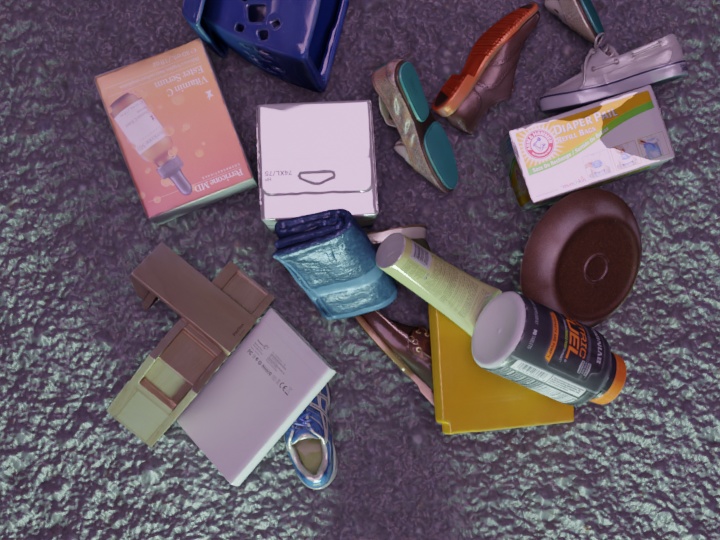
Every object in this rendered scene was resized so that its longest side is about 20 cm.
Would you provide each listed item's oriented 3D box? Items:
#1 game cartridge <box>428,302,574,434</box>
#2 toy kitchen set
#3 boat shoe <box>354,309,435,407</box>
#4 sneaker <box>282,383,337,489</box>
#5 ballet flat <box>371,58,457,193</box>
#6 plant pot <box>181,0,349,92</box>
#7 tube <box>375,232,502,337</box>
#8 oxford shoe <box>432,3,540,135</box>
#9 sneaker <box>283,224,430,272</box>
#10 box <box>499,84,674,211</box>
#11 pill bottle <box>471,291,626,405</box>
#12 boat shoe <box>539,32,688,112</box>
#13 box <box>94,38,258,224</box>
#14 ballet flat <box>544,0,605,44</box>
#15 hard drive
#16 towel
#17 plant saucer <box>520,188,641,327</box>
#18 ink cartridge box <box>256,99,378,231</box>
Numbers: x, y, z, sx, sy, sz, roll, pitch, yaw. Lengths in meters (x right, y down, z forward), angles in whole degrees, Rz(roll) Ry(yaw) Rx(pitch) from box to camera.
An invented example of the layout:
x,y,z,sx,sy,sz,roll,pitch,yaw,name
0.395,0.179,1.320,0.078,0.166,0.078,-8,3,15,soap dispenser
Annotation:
x,y,z,sx,sy,sz,roll,pitch,yaw,name
0.188,0.122,1.707,0.200,0.032,0.177,-2,88,-21,game cartridge
-0.258,0.084,1.714,0.163,0.180,0.200,40,48,-3,toy kitchen set
0.078,0.110,1.720,0.070,0.070,0.200,-44,98,4,boat shoe
-0.071,0.194,1.710,0.076,0.077,0.200,-16,86,0,sneaker
0.070,-0.192,1.726,0.067,0.068,0.200,-6,118,37,ballet flat
-0.119,-0.363,1.674,0.180,0.200,0.200,14,87,6,plant pot
0.102,0.019,1.627,0.200,0.052,0.058,32,117,-35,tube
0.184,-0.275,1.745,0.073,0.071,0.200,40,91,-21,oxford shoe
0.000,0.000,1.721,0.200,0.067,0.090,-11,83,-5,sneaker
0.298,-0.160,1.712,0.200,0.112,0.102,-18,87,-1,box
0.249,0.109,1.653,0.200,0.106,0.106,24,87,-28,pill bottle
0.328,-0.273,1.711,0.202,0.075,0.086,-15,88,28,boat shoe
-0.241,-0.182,1.705,0.152,0.106,0.200,-22,88,-2,box
0.270,-0.391,1.754,0.062,0.067,0.200,-24,84,26,ballet flat
-0.140,0.166,1.695,0.200,0.027,0.132,-49,59,4,hard drive
-0.028,-0.002,1.616,0.111,0.200,0.049,-14,56,14,towel
0.301,-0.007,1.692,0.200,0.037,0.201,-9,110,-27,plant saucer
-0.055,-0.131,1.660,0.146,0.200,0.146,-3,88,-2,ink cartridge box
